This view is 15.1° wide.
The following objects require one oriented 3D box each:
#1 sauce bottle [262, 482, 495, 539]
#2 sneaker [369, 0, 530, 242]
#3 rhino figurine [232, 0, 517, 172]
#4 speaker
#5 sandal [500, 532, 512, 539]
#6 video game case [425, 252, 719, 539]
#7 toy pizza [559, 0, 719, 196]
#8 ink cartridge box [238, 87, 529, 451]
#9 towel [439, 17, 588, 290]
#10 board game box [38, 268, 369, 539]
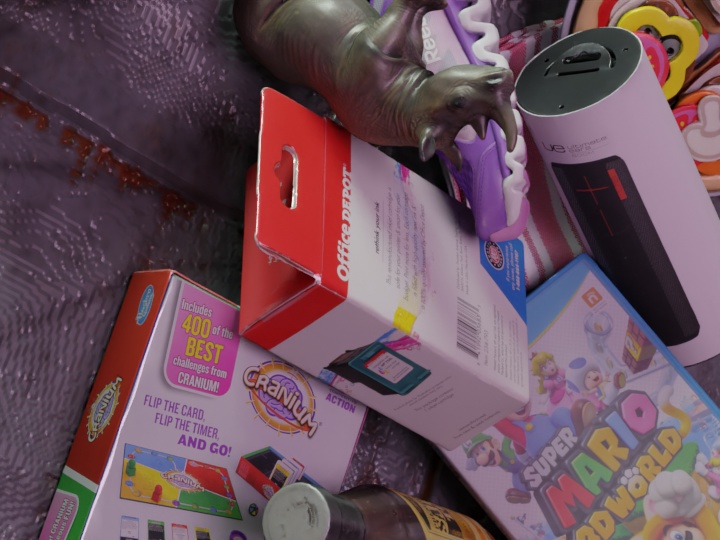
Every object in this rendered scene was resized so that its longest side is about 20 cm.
[{"bbox_3d":[0.013,0.149,1.463,0.200,0.066,0.066,28,70,-62],"label":"sauce bottle"},{"bbox_3d":[0.039,-0.107,1.511,0.088,0.081,0.201,-16,79,-1],"label":"sneaker"},{"bbox_3d":[0.011,-0.115,1.450,0.088,0.200,0.060,-56,152,7],"label":"rhino figurine"},{"bbox_3d":[0.160,-0.042,1.576,0.081,0.081,0.201,-48,129,-28],"label":"speaker"},{"bbox_3d":[0.101,0.217,1.594,0.075,0.045,0.201,-12,110,-31],"label":"sandal"},{"bbox_3d":[0.138,0.108,1.550,0.143,0.018,0.200,-38,80,-13],"label":"video game case"},{"bbox_3d":[0.213,-0.134,1.599,0.199,0.032,0.201,-6,114,-15],"label":"toy pizza"},{"bbox_3d":[0.000,0.000,1.475,0.200,0.067,0.117,31,43,-32],"label":"ink cartridge box"},{"bbox_3d":[0.129,-0.077,1.625,0.199,0.030,0.147,-23,103,-36],"label":"towel"},{"bbox_3d":[-0.085,0.121,1.449,0.153,0.040,0.201,29,72,-33],"label":"board game box"}]
